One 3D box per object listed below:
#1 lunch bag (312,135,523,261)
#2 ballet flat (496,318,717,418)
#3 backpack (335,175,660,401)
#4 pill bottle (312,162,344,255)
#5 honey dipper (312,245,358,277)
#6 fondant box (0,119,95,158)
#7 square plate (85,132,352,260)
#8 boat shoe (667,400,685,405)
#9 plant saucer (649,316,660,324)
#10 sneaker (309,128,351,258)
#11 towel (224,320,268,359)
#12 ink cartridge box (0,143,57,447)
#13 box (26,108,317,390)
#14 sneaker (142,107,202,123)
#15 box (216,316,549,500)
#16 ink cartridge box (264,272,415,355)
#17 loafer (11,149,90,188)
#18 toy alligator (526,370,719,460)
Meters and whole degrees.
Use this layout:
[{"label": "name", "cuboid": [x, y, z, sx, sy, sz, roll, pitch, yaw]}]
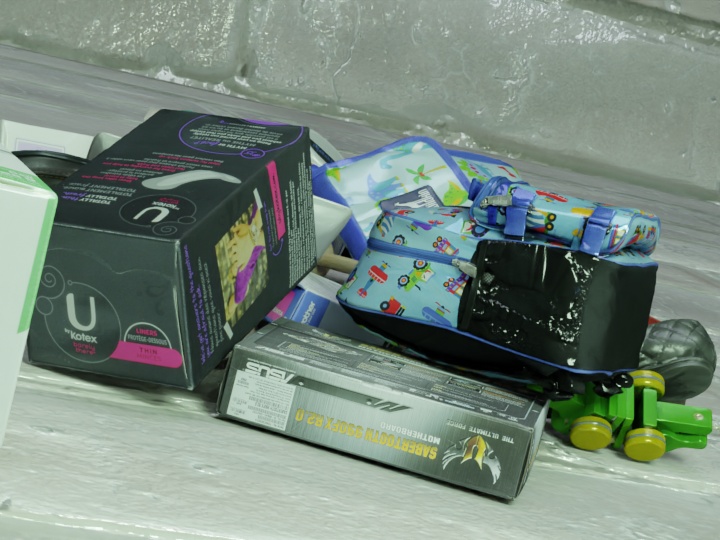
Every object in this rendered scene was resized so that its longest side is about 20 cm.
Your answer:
[{"label": "lunch bag", "cuboid": [0.068, -0.019, 1.872, 0.199, 0.128, 0.170, 7, 32, -33]}, {"label": "ballet flat", "cuboid": [0.165, 0.070, 1.690, 0.198, 0.067, 0.057, -1, 39, -3]}, {"label": "backpack", "cuboid": [0.092, 0.004, 1.560, 0.199, 0.136, 0.182, 14, 3, 20]}, {"label": "pill bottle", "cuboid": [-0.071, -0.041, 1.956, 0.111, 0.113, 0.200, 16, 9, 11]}, {"label": "honey dipper", "cuboid": [0.000, 0.000, 1.764, 0.038, 0.038, 0.199, 7, 5, -41]}, {"label": "fondant box", "cuboid": [-0.268, -0.075, 1.846, 0.144, 0.059, 0.200, 9, -8, -33]}, {"label": "square plate", "cuboid": [-0.126, -0.026, 1.738, 0.199, 0.029, 0.198, 17, -26, -10]}, {"label": "boat shoe", "cuboid": [0.155, 0.074, 1.746, 0.199, 0.066, 0.072, 16, 8, 7]}, {"label": "plant saucer", "cuboid": [0.186, 0.045, 2.108, 0.198, 0.037, 0.200, 10, 9, -29]}, {"label": "sneaker", "cuboid": [-0.021, -0.026, 2.101, 0.200, 0.112, 0.073, 48, 24, -4]}, {"label": "towel", "cuboid": [-0.162, 0.022, 1.659, 0.190, 0.032, 0.200, 15, 8, 5]}, {"label": "ink cartridge box", "cuboid": [-0.240, -0.001, 1.268, 0.084, 0.147, 0.200, 11, 9, -21]}, {"label": "box", "cuboid": [-0.121, -0.018, 1.478, 0.121, 0.107, 0.200, 8, 26, 22]}, {"label": "sneaker", "cuboid": [-0.110, -0.063, 1.762, 0.079, 0.072, 0.200, 6, -18, 13]}, {"label": "box", "cuboid": [0.019, 0.087, 1.483, 0.199, 0.049, 0.158, 16, 7, 6]}, {"label": "ink cartridge box", "cuboid": [-0.034, 0.027, 1.667, 0.199, 0.042, 0.119, 27, 3, -43]}, {"label": "loafer", "cuboid": [-0.275, -0.037, 1.636, 0.199, 0.073, 0.072, -9, 25, 13]}, {"label": "toy alligator", "cuboid": [0.208, 0.112, 1.652, 0.199, 0.060, 0.054, 12, -33, -11]}]
